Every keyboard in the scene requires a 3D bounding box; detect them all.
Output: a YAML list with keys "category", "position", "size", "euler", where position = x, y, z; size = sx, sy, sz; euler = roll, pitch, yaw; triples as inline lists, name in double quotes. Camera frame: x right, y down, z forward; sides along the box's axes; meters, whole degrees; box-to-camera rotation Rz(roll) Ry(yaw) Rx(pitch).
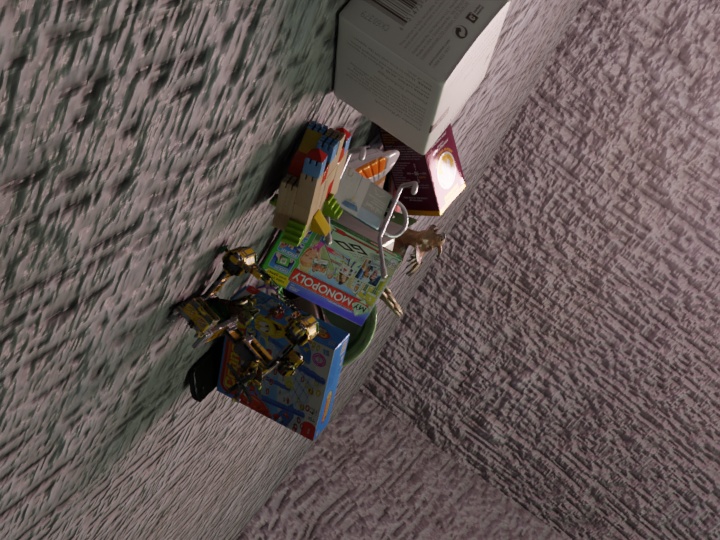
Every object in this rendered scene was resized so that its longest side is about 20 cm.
- category: "keyboard"
  position: [-0.243, 0.153, 1.708]
  size: [0.200, 0.039, 0.105]
  euler: [-45, 143, -48]

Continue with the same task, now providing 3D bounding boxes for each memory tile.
- category: "memory tile"
  position: [0.000, 0.000, 1.821]
  size: [0.017, 0.200, 0.153]
  euler: [-43, 152, -3]

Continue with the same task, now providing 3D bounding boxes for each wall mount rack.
- category: "wall mount rack"
  position: [0.007, -0.091, 1.555]
  size: [0.074, 0.199, 0.175]
  euler: [-2, -118, 57]

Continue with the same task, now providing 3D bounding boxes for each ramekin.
- category: "ramekin"
  position: [-0.066, 0.082, 1.858]
  size: [0.201, 0.199, 0.098]
  euler: [-56, 178, 4]

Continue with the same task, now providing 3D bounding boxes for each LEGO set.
- category: "LEGO set"
  position: [-0.165, 0.071, 1.347]
  size: [0.153, 0.201, 0.116]
  euler: [-37, 177, 23]

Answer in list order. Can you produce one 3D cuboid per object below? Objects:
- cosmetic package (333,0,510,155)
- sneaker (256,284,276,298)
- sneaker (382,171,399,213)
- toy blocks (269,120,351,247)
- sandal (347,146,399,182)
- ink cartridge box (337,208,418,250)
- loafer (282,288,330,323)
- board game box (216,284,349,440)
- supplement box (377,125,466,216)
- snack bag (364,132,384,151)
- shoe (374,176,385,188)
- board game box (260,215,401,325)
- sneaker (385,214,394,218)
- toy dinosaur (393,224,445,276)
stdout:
- category: "cosmetic package"
  position: [0.076, -0.298, 1.320]
  size: [0.165, 0.165, 0.200]
  euler: [-52, 171, -17]
- category: "sneaker"
  position: [-0.165, 0.084, 1.728]
  size: [0.201, 0.080, 0.084]
  euler: [91, 3, -53]
- category: "sneaker"
  position: [0.096, -0.193, 1.860]
  size: [0.074, 0.086, 0.201]
  euler: [111, -7, -67]
- category: "toy blocks"
  position: [-0.064, -0.145, 1.402]
  size: [0.200, 0.099, 0.137]
  euler: [-60, 169, -54]
- category: "sandal"
  position: [-0.025, -0.167, 1.625]
  size: [0.206, 0.059, 0.079]
  euler: [-27, 163, -26]
- category: "ink cartridge box"
  position: [-0.003, -0.066, 1.733]
  size: [0.200, 0.145, 0.048]
  euler: [-31, 138, -57]
- category: "loafer"
  position: [-0.104, 0.070, 1.728]
  size: [0.073, 0.201, 0.071]
  euler: [-24, 154, 5]
- category: "board game box"
  position: [-0.131, 0.153, 1.620]
  size: [0.056, 0.195, 0.201]
  euler: [-44, 153, -53]
- category: "supplement box"
  position: [0.110, -0.211, 1.762]
  size: [0.110, 0.085, 0.201]
  euler: [-47, 130, -42]
- category: "snack bag"
  position: [0.002, -0.176, 1.841]
  size: [0.200, 0.021, 0.189]
  euler: [-50, 170, -33]
- category: "shoe"
  position: [0.025, -0.127, 1.903]
  size: [0.200, 0.053, 0.070]
  euler: [-41, 165, -52]
- category: "board game box"
  position: [-0.050, -0.009, 1.603]
  size: [0.135, 0.199, 0.029]
  euler: [-59, -162, 16]
- category: "sneaker"
  position: [0.084, -0.188, 2.077]
  size: [0.093, 0.070, 0.201]
  euler: [-37, 157, -48]
- category: "toy dinosaur"
  position: [0.058, -0.032, 1.864]
  size: [0.086, 0.136, 0.200]
  euler: [-44, 180, -40]
